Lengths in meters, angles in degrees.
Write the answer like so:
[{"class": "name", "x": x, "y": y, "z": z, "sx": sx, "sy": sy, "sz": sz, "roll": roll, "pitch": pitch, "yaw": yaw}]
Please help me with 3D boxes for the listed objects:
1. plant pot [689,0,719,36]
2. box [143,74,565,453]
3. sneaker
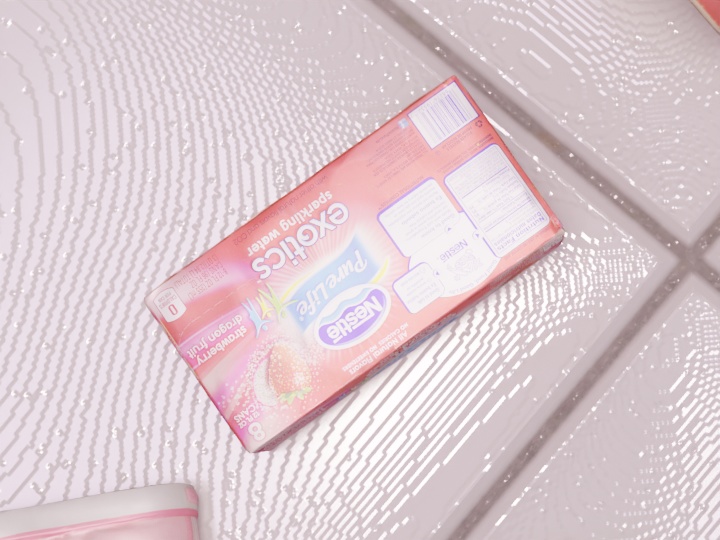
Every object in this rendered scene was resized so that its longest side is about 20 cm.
[{"class": "plant pot", "x": 0.210, "y": -0.225, "z": 1.112, "sx": 0.177, "sy": 0.200, "sz": 0.201, "roll": -41, "pitch": 84, "yaw": 10}, {"class": "box", "x": 0.000, "y": 0.000, "z": 1.151, "sx": 0.200, "sy": 0.095, "sz": 0.103, "roll": -36, "pitch": 84, "yaw": 2}, {"class": "sneaker", "x": -0.178, "y": 0.180, "z": 1.162, "sx": 0.199, "sy": 0.075, "sz": 0.105, "roll": -10, "pitch": 80, "yaw": 0}]
